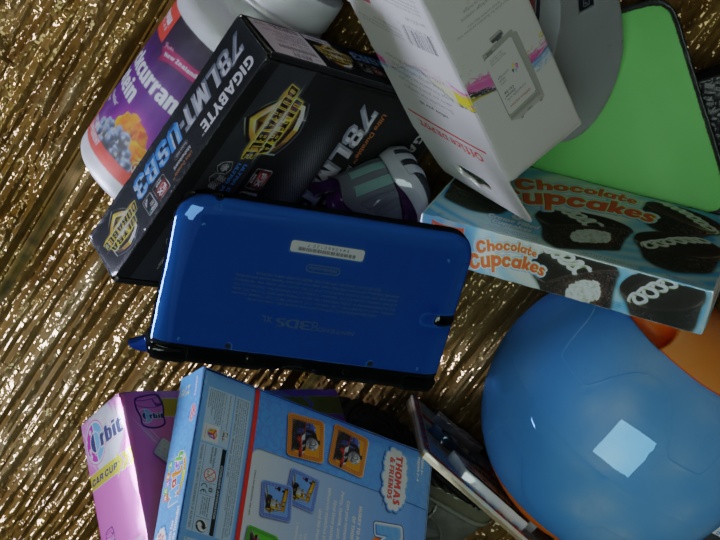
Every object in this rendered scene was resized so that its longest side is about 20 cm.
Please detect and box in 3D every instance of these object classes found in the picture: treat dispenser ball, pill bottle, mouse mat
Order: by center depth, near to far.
[{"bbox_3d":[0.186,0.102,0.978,0.200,0.201,0.202,3,111,8],"label":"treat dispenser ball"},{"bbox_3d":[-0.103,-0.135,0.982,0.111,0.111,0.200,37,111,-6],"label":"pill bottle"},{"bbox_3d":[0.151,-0.095,0.988,0.199,0.008,0.162,-12,109,28],"label":"mouse mat"}]

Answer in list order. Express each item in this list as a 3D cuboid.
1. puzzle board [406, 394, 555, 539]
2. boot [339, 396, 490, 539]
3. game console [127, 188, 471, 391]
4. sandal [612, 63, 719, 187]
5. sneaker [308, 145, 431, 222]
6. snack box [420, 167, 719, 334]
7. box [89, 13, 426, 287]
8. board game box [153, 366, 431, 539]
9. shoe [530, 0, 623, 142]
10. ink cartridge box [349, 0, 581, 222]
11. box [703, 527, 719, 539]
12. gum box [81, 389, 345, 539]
[{"bbox_3d":[0.117,0.177,1.046,0.200,0.151,0.017,41,96,-8],"label":"puzzle board"},{"bbox_3d":[-0.003,0.221,1.131,0.182,0.073,0.200,35,118,-3],"label":"boot"},{"bbox_3d":[-0.047,0.017,0.948,0.199,0.118,0.171,8,114,-17],"label":"game console"},{"bbox_3d":[0.271,-0.121,0.959,0.200,0.048,0.075,-29,102,26],"label":"sandal"},{"bbox_3d":[0.000,0.000,1.007,0.087,0.074,0.201,-16,131,-16],"label":"sneaker"},{"bbox_3d":[0.152,-0.023,0.950,0.199,0.116,0.037,16,120,17],"label":"snack box"},{"bbox_3d":[-0.057,-0.068,0.963,0.200,0.198,0.050,-52,54,23],"label":"box"},{"bbox_3d":[-0.041,0.169,0.936,0.199,0.152,0.037,24,147,-29],"label":"board game box"},{"bbox_3d":[0.119,-0.187,0.919,0.071,0.091,0.201,-29,136,-21],"label":"shoe"},{"bbox_3d":[0.066,-0.136,0.878,0.067,0.116,0.200,-39,129,-10],"label":"ink cartridge box"},{"bbox_3d":[0.323,0.249,1.097,0.160,0.044,0.201,28,112,-3],"label":"box"},{"bbox_3d":[-0.088,0.150,0.985,0.066,0.199,0.114,-38,59,44],"label":"gum box"}]
